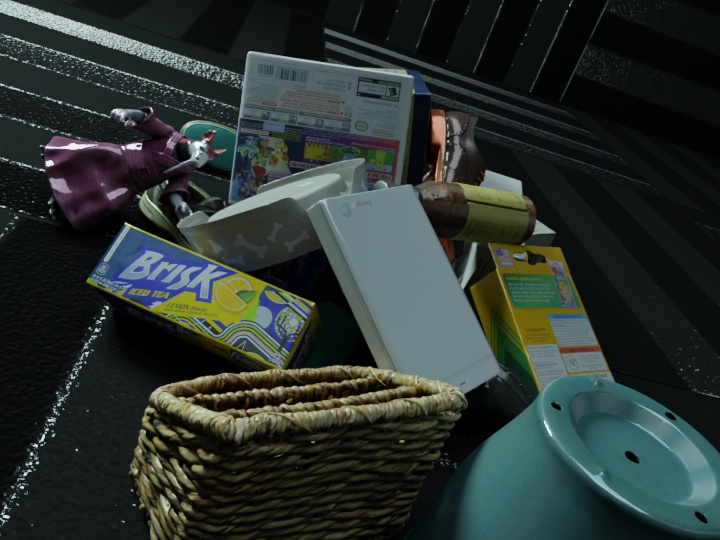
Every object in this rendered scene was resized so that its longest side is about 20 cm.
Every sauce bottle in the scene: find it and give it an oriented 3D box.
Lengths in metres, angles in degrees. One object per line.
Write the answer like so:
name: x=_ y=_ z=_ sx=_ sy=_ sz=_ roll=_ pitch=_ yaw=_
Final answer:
sauce bottle: x=0.102 y=-0.066 z=0.759 sx=0.200 sy=0.066 sz=0.066 roll=7 pitch=29 yaw=-30

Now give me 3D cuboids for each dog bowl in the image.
dog bowl: x=-0.081 y=-0.055 z=0.702 sx=0.200 sy=0.059 sz=0.200 roll=-17 pitch=15 yaw=5

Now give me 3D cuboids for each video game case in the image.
video game case: x=-0.046 y=-0.154 z=0.819 sx=0.200 sy=0.183 sz=0.023 roll=8 pitch=1 yaw=-4

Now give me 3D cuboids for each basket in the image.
basket: x=-0.050 y=0.109 z=0.500 sx=0.200 sy=0.149 sz=0.143 roll=0 pitch=33 yaw=-35

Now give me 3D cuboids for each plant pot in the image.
plant pot: x=0.143 y=0.181 z=0.462 sx=0.200 sy=0.188 sz=0.200 roll=17 pitch=26 yaw=-9

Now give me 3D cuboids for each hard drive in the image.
hard drive: x=0.043 y=0.022 z=0.623 sx=0.132 sy=0.026 sz=0.200 roll=-16 pitch=79 yaw=-47

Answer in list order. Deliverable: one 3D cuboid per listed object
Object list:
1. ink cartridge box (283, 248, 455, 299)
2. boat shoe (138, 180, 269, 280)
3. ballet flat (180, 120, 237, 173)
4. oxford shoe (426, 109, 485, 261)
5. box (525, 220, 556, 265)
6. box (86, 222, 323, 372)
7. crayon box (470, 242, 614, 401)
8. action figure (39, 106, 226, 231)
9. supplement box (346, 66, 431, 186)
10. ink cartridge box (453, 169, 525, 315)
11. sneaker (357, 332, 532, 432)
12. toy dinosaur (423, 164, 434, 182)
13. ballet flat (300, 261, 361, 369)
ink cartridge box: x=0.000 y=0.000 z=0.824 sx=0.200 sy=0.076 sz=0.136 roll=27 pitch=26 yaw=7
boat shoe: x=-0.182 y=-0.056 z=0.808 sx=0.200 sy=0.065 sz=0.073 roll=33 pitch=27 yaw=20
ballet flat: x=-0.178 y=-0.179 z=1.057 sx=0.200 sy=0.068 sz=0.072 roll=12 pitch=8 yaw=-19
oxford shoe: x=0.122 y=-0.108 z=0.849 sx=0.072 sy=0.200 sz=0.071 roll=0 pitch=-14 yaw=-2
box: x=0.204 y=-0.078 z=1.120 sx=0.095 sy=0.078 sz=0.200 roll=-5 pitch=36 yaw=-41
box: x=-0.140 y=0.031 z=0.629 sx=0.200 sy=0.064 sz=0.070 roll=22 pitch=69 yaw=13
crayon box: x=0.203 y=0.070 z=0.774 sx=0.126 sy=0.052 sz=0.200 roll=2 pitch=62 yaw=-34
action figure: x=-0.250 y=-0.112 z=0.786 sx=0.200 sy=0.134 sz=0.149 roll=-16 pitch=10 yaw=-9
supplement box: x=-0.019 y=-0.163 z=0.933 sx=0.199 sy=0.200 sz=0.134 roll=2 pitch=28 yaw=-3
ink cartridge box: x=0.157 y=-0.023 z=0.888 sx=0.067 sy=0.116 sz=0.200 roll=18 pitch=44 yaw=-6
sneaker: x=0.080 y=0.112 z=0.684 sx=0.200 sy=0.076 sz=0.091 roll=37 pitch=52 yaw=8
toy dinosaur: x=0.135 y=-0.173 z=1.042 sx=0.086 sy=0.136 sz=0.200 roll=24 pitch=-3 yaw=-6
ballet flat: x=-0.025 y=0.037 z=0.703 sx=0.068 sy=0.068 sz=0.200 roll=37 pitch=66 yaw=-17
